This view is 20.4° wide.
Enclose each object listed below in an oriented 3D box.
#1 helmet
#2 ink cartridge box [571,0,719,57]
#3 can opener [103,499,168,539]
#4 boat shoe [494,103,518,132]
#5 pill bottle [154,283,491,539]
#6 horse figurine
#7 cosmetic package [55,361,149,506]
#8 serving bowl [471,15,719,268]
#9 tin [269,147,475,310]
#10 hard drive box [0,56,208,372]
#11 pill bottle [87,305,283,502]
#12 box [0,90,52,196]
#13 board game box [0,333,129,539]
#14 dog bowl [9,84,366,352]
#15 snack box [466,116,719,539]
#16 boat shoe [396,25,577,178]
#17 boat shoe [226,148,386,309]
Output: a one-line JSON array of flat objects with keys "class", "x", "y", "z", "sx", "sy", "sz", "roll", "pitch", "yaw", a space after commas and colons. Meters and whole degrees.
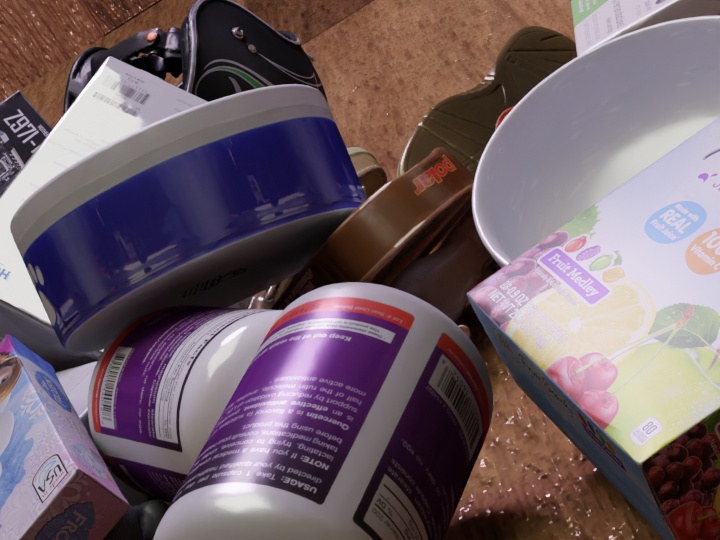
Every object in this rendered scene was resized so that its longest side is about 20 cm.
[{"class": "helmet", "x": -0.115, "y": -0.108, "z": 1.556, "sx": 0.199, "sy": 0.190, "sz": 0.201, "roll": -18, "pitch": 61, "yaw": 35}, {"class": "ink cartridge box", "x": 0.239, "y": -0.168, "z": 1.259, "sx": 0.199, "sy": 0.084, "sz": 0.146, "roll": -29, "pitch": 17, "yaw": 14}, {"class": "can opener", "x": -0.188, "y": 0.151, "z": 1.150, "sx": 0.199, "sy": 0.067, "sz": 0.053, "roll": -22, "pitch": -17, "yaw": 39}, {"class": "boat shoe", "x": 0.119, "y": -0.077, "z": 1.230, "sx": 0.071, "sy": 0.063, "sz": 0.200, "roll": -25, "pitch": 21, "yaw": -1}, {"class": "pill bottle", "x": -0.020, "y": 0.104, "z": 0.868, "sx": 0.112, "sy": 0.113, "sz": 0.200, "roll": -21, "pitch": 26, "yaw": 35}, {"class": "horse figurine", "x": 0.045, "y": 0.017, "z": 1.138, "sx": 0.200, "sy": 0.050, "sz": 0.132, "roll": -46, "pitch": 8, "yaw": -21}, {"class": "cosmetic package", "x": -0.204, "y": 0.120, "z": 1.276, "sx": 0.199, "sy": 0.071, "sz": 0.101, "roll": -16, "pitch": 23, "yaw": 44}, {"class": "serving bowl", "x": 0.161, "y": -0.042, "z": 1.032, "sx": 0.199, "sy": 0.066, "sz": 0.201, "roll": -18, "pitch": 39, "yaw": 15}, {"class": "tin", "x": 0.000, "y": 0.000, "z": 1.171, "sx": 0.112, "sy": 0.042, "sz": 0.200, "roll": -31, "pitch": -13, "yaw": -42}, {"class": "hard drive box", "x": -0.158, "y": -0.025, "z": 1.356, "sx": 0.155, "sy": 0.077, "sz": 0.200, "roll": 26, "pitch": 65, "yaw": 19}, {"class": "pill bottle", "x": -0.063, "y": 0.076, "z": 1.072, "sx": 0.112, "sy": 0.113, "sz": 0.200, "roll": -40, "pitch": 18, "yaw": -23}, {"class": "box", "x": -0.248, "y": 0.003, "z": 1.438, "sx": 0.164, "sy": 0.200, "sz": 0.086, "roll": -41, "pitch": -4, "yaw": -23}, {"class": "board game box", "x": -0.229, "y": 0.155, "z": 1.120, "sx": 0.200, "sy": 0.043, "sz": 0.199, "roll": -50, "pitch": 29, "yaw": 1}, {"class": "dog bowl", "x": -0.097, "y": -0.028, "z": 1.163, "sx": 0.199, "sy": 0.079, "sz": 0.200, "roll": -24, "pitch": -8, "yaw": -3}, {"class": "snack box", "x": 0.169, "y": 0.008, "z": 0.856, "sx": 0.199, "sy": 0.068, "sz": 0.169, "roll": -34, "pitch": 32, "yaw": -7}, {"class": "boat shoe", "x": 0.088, "y": -0.093, "z": 1.378, "sx": 0.201, "sy": 0.073, "sz": 0.063, "roll": -52, "pitch": -17, "yaw": -40}, {"class": "boat shoe", "x": -0.035, "y": -0.009, "z": 1.330, "sx": 0.063, "sy": 0.074, "sz": 0.201, "roll": 22, "pitch": 43, "yaw": 26}]
